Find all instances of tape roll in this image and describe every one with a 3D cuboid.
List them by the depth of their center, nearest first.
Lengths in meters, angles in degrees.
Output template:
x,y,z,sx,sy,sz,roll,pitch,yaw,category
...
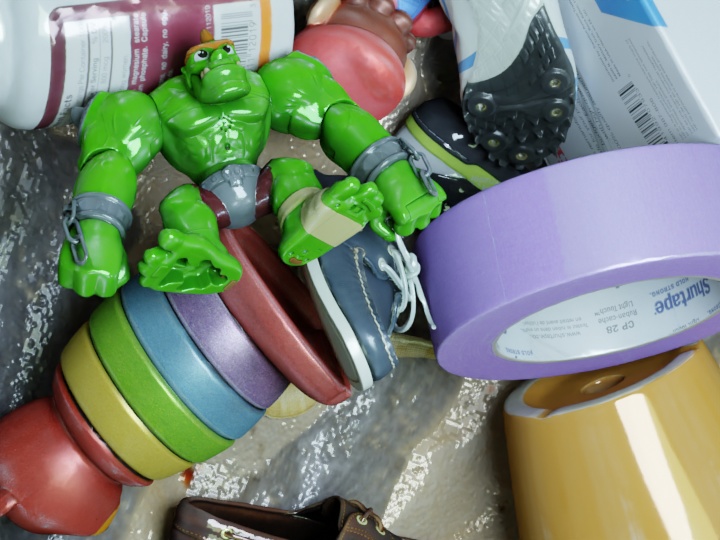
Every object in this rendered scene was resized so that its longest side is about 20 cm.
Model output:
x,y,z,sx,sy,sz,roll,pitch,yaw,category
0.132,-0.002,1.487,0.199,0.200,0.066,-3,71,-25,tape roll

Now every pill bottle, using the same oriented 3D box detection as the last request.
x,y,z,sx,sy,sz,roll,pitch,yaw,category
-0.146,-0.136,1.451,0.199,0.114,0.115,-8,100,-25,pill bottle

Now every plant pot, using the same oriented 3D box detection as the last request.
x,y,z,sx,sy,sz,roll,pitch,yaw,category
0.172,0.143,1.598,0.199,0.200,0.184,-24,102,-21,plant pot

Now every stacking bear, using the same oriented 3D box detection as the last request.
x,y,z,sx,sy,sz,roll,pitch,yaw,category
-0.118,0.070,1.475,0.200,0.122,0.114,-37,106,8,stacking bear

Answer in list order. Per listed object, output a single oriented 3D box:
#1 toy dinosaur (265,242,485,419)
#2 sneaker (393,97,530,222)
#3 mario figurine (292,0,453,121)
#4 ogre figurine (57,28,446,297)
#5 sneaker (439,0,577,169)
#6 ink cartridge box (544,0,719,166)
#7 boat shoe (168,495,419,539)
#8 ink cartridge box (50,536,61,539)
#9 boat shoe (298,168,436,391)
x,y,z,sx,sy,sz,roll,pitch,yaw,category
-0.030,0.038,1.573,0.199,0.058,0.102,-12,117,-17,toy dinosaur
0.080,-0.021,1.614,0.200,0.072,0.083,41,99,-22,sneaker
0.003,-0.164,1.557,0.123,0.106,0.201,27,71,10,mario figurine
-0.070,-0.053,1.401,0.199,0.120,0.098,-24,148,-2,ogre figurine
0.078,-0.149,1.509,0.071,0.073,0.201,-9,122,11,sneaker
0.160,-0.124,1.536,0.084,0.200,0.145,-27,86,-21,ink cartridge box
-0.017,0.166,1.576,0.199,0.070,0.071,4,99,-26,boat shoe
-0.156,0.269,1.476,0.162,0.050,0.201,33,98,-4,ink cartridge box
0.000,0.000,1.466,0.061,0.200,0.075,-15,113,-3,boat shoe
